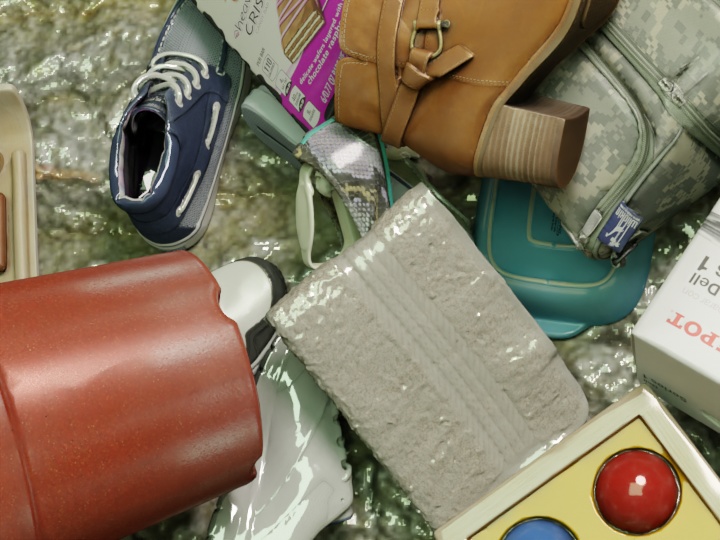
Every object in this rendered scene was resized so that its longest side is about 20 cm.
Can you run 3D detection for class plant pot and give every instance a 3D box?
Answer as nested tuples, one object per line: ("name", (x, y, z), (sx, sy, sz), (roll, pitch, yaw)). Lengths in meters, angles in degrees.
("plant pot", (-0.173, 0.084, 1.130), (0.194, 0.201, 0.201), (-16, 67, -21))

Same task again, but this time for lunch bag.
("lunch bag", (0.153, -0.123, 1.194), (0.168, 0.139, 0.200), (-45, 66, 14))

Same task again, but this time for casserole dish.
("casserole dish", (0.136, -0.056, 1.262), (0.121, 0.039, 0.201), (7, 74, 14))

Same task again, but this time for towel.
("towel", (0.047, 0.061, 1.185), (0.132, 0.034, 0.200), (-39, 108, -2))

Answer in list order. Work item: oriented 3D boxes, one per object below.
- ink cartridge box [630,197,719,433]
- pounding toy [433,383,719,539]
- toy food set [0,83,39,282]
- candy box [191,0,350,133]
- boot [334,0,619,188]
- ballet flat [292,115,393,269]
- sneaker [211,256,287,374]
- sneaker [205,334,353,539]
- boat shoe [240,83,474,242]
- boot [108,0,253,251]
("ink cartridge box", (0.270, 0.008, 1.120), (0.146, 0.084, 0.200), (30, 76, 22))
("pounding toy", (0.175, 0.185, 1.117), (0.184, 0.142, 0.200), (-35, 68, -1))
("toy food set", (-0.301, -0.026, 1.328), (0.143, 0.060, 0.201), (-9, 68, 8))
("candy box", (-0.033, -0.193, 1.254), (0.200, 0.061, 0.137), (50, 126, 37))
("boot", (0.069, -0.156, 1.122), (0.155, 0.077, 0.201), (17, 109, 23))
("ballet flat", (0.000, 0.000, 1.212), (0.072, 0.072, 0.201), (-15, 108, 6))
("sneaker", (-0.133, 0.059, 1.258), (0.200, 0.080, 0.074), (-38, 67, -4))
("sneaker", (-0.040, 0.119, 1.232), (0.087, 0.075, 0.201), (14, 82, 4))
("boat shoe", (0.006, -0.075, 1.279), (0.200, 0.072, 0.062), (39, 77, 21))
("boot", (-0.122, -0.119, 1.308), (0.072, 0.090, 0.201), (2, 72, 12))
